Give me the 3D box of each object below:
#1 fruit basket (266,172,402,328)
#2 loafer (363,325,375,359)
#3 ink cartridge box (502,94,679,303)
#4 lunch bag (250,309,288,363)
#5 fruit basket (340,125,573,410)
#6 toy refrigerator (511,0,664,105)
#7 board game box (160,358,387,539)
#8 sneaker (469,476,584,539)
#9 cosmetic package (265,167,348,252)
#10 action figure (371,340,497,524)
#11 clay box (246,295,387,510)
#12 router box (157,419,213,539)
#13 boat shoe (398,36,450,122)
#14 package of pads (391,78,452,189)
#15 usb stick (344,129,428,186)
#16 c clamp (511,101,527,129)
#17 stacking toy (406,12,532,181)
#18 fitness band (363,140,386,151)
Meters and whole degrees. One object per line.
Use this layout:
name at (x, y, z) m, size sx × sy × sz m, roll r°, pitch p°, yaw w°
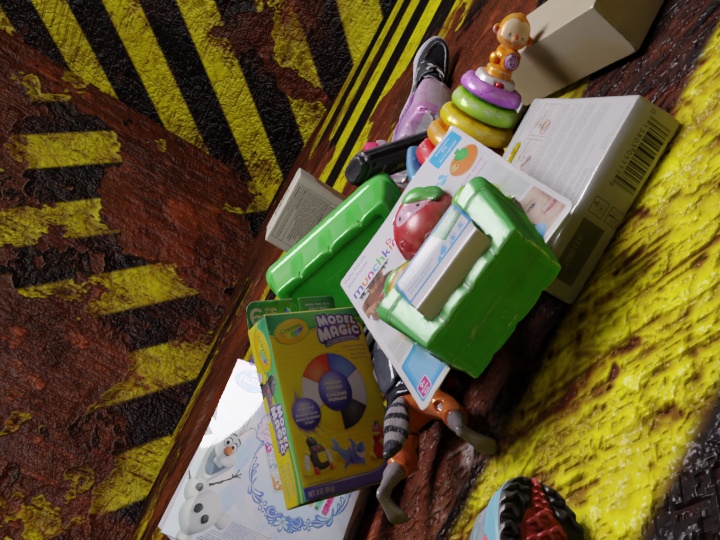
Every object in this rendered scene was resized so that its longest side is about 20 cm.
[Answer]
fruit basket at (0.000, 0.000, 0.856) m, size 0.214 × 0.157 × 0.216 m, roll -40°, pitch 7°, yaw 6°
loafer at (0.061, 0.055, 0.749) m, size 0.202 × 0.071 × 0.063 m, roll -55°, pitch 36°, yaw 19°
ink cartridge box at (0.174, -0.074, 0.627) m, size 0.165 × 0.056 × 0.200 m, roll -61°, pitch 10°, yaw 7°
lunch bag at (-0.073, 0.126, 0.961) m, size 0.133 × 0.134 × 0.202 m, roll -52°, pitch 16°, yaw 31°
fruit basket at (0.060, -0.019, 0.573) m, size 0.187 × 0.093 × 0.201 m, roll -53°, pitch 38°, yaw 11°
toy refrigerator at (0.222, -0.245, 0.731) m, size 0.077 × 0.069 × 0.199 m, roll -59°, pitch 14°, yaw -11°
board game box at (-0.085, 0.219, 0.746) m, size 0.044 × 0.195 × 0.203 m, roll 62°, pitch -134°, yaw -58°
sneaker at (0.081, 0.223, 0.383) m, size 0.097 × 0.078 × 0.202 m, roll -62°, pitch 3°, yaw 42°
cosmetic package at (-0.026, -0.045, 0.976) m, size 0.107 × 0.197 × 0.071 m, roll -56°, pitch 14°, yaw 10°
action figure at (0.060, 0.090, 0.623) m, size 0.202 × 0.102 × 0.196 m, roll -58°, pitch 24°, yaw 29°
clay box at (-0.039, 0.116, 0.687) m, size 0.047 × 0.112 × 0.205 m, roll -37°, pitch 63°, yaw 49°
router box at (-0.125, 0.268, 0.822) m, size 0.204 × 0.177 × 0.049 m, roll -62°, pitch -27°, yaw 2°
boat shoe at (0.123, -0.337, 1.248) m, size 0.205 × 0.070 × 0.068 m, roll -69°, pitch 14°, yaw -16°
package of pads at (0.095, -0.212, 1.070) m, size 0.122 × 0.074 × 0.201 m, roll -59°, pitch 8°, yaw 27°
usb stick at (0.065, -0.150, 0.879) m, size 0.197 × 0.033 × 0.055 m, roll -23°, pitch -12°, yaw -35°
c clamp at (0.165, -0.201, 0.931) m, size 0.200 × 0.027 × 0.174 m, roll -48°, pitch 20°, yaw 47°
stacking toy at (0.132, -0.173, 0.746) m, size 0.111 × 0.113 × 0.204 m, roll -87°, pitch 17°, yaw -61°
fitness band at (0.026, -0.127, 1.127) m, size 0.200 × 0.036 × 0.149 m, roll 107°, pitch 159°, yaw -86°
